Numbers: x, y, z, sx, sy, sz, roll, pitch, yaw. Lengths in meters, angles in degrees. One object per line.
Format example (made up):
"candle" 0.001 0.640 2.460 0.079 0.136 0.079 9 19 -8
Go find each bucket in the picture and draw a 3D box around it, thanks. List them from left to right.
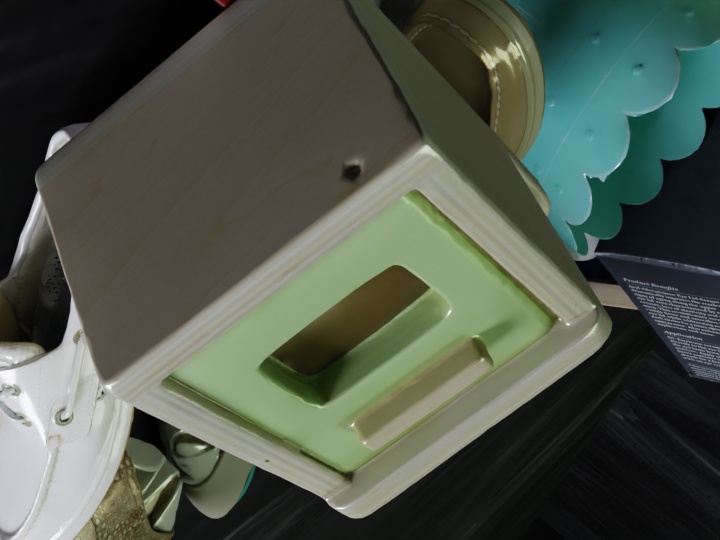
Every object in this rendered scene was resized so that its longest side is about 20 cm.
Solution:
"bucket" 0.145 -0.128 0.813 0.207 0.135 0.207 -45 163 -18

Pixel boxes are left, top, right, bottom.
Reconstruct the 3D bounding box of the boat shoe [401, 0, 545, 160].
"boat shoe" 0.026 -0.047 0.597 0.069 0.074 0.200 -46 166 -25

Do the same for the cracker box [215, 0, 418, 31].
"cracker box" -0.002 -0.148 0.525 0.134 0.058 0.200 -51 165 5

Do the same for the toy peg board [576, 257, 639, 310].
"toy peg board" 0.201 -0.034 1.120 0.199 0.199 0.098 -7 102 -56

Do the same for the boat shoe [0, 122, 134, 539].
"boat shoe" -0.130 0.029 0.549 0.069 0.071 0.201 2 114 -46

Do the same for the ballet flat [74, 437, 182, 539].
"ballet flat" -0.127 0.126 0.726 0.065 0.070 0.200 -46 171 -10

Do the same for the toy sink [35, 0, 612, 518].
"toy sink" 0.003 0.004 0.496 0.130 0.112 0.200 -36 143 12

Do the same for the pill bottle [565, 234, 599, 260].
"pill bottle" 0.163 -0.081 1.003 0.200 0.114 0.114 -49 163 -10

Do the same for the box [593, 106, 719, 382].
"box" 0.271 -0.019 0.952 0.200 0.104 0.148 44 65 -44

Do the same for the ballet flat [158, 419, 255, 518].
"ballet flat" -0.084 0.074 0.784 0.069 0.069 0.201 -29 150 -52
